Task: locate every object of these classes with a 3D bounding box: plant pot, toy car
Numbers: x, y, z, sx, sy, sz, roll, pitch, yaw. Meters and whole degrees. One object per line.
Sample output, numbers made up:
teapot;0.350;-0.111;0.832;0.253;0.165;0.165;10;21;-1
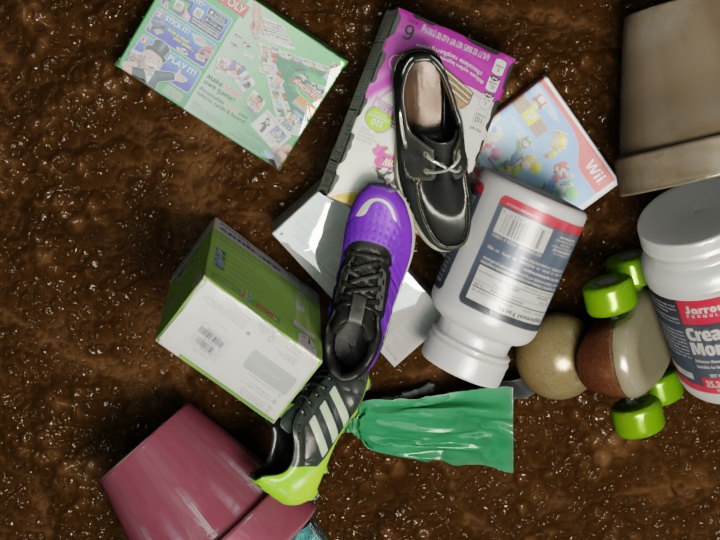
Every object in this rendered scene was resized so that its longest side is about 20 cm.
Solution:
plant pot;0.338;-0.180;1.400;0.197;0.200;0.176;-12;93;1
plant pot;-0.176;0.251;1.513;0.199;0.200;0.180;-39;91;10
toy car;0.226;0.084;1.520;0.198;0.158;0.167;-8;105;30

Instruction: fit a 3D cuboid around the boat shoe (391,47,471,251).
boat shoe;0.070;-0.113;1.368;0.071;0.068;0.203;-12;102;-9

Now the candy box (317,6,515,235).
candy box;0.056;-0.146;1.426;0.135;0.061;0.203;20;94;-13

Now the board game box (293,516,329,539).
board game box;-0.058;0.396;1.641;0.134;0.028;0.201;-32;106;7

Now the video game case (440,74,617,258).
video game case;0.156;-0.090;1.497;0.199;0.017;0.143;-37;106;9

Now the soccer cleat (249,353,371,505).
soccer cleat;-0.048;0.142;1.453;0.081;0.067;0.202;31;75;-34

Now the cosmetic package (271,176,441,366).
cosmetic package;0.000;0.000;1.501;0.082;0.051;0.200;-40;105;6

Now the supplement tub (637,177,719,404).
supplement tub;0.369;0.022;1.441;0.139;0.141;0.202;-23;118;5

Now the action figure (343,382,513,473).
action figure;0.070;0.168;1.556;0.197;0.055;0.120;1;119;6

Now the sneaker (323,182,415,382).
sneaker;0.006;0.020;1.370;0.069;0.100;0.203;12;109;7

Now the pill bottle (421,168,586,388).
pill bottle;0.140;0.010;1.445;0.118;0.120;0.202;22;99;-10

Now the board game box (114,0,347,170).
board game box;-0.130;-0.213;1.436;0.199;0.029;0.135;32;103;-12

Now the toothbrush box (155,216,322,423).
toothbrush box;-0.119;0.046;1.432;0.145;0.200;0.086;36;105;-14
